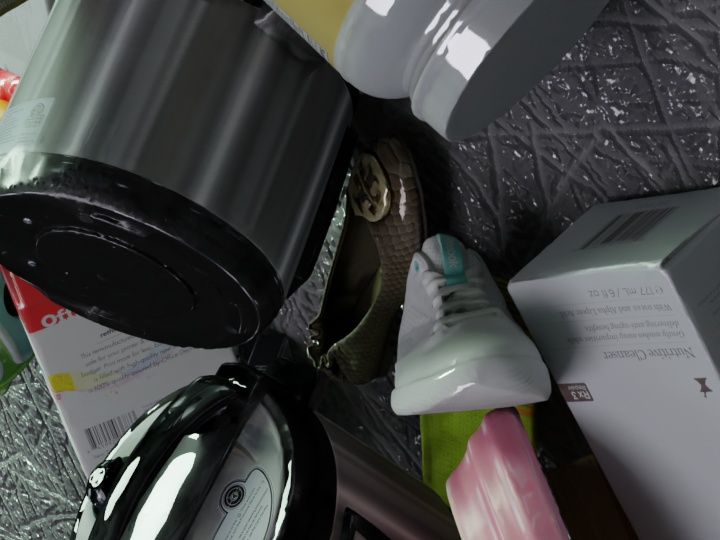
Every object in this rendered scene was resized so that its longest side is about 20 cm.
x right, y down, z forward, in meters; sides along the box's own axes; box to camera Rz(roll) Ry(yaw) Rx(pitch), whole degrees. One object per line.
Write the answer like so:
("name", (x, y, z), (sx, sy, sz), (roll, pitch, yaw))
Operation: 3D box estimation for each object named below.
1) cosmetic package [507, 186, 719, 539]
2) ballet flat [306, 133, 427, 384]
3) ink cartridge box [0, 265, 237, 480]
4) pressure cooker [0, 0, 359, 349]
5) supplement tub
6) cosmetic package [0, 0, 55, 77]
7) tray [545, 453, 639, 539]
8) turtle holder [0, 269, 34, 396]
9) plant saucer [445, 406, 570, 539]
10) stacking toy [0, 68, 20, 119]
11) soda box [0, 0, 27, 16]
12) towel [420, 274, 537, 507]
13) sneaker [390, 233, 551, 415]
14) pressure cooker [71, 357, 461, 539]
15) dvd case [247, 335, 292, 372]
("cosmetic package", (0.170, 0.065, 1.032), (0.113, 0.081, 0.200), (-9, 114, 53))
("ballet flat", (0.000, 0.000, 1.198), (0.200, 0.046, 0.068), (104, 153, -53))
("ink cartridge box", (-0.149, 0.033, 1.340), (0.067, 0.116, 0.201), (-127, 17, -55))
("pressure cooker", (-0.092, -0.081, 1.123), (0.175, 0.201, 0.179), (14, 155, 13))
("supplement tub", (0.009, -0.168, 0.947), (0.200, 0.145, 0.146), (44, 147, 12))
("cosmetic package", (-0.224, -0.216, 1.277), (0.150, 0.052, 0.201), (25, 139, 32))
("tray", (0.152, 0.200, 1.112), (0.099, 0.037, 0.200), (66, -178, -45))
("turtle holder", (-0.266, -0.004, 1.455), (0.141, 0.186, 0.132), (35, 167, -1))
("plant saucer", (0.093, 0.168, 1.086), (0.201, 0.051, 0.201), (-21, -90, -88))
("stacking toy", (-0.242, -0.047, 1.324), (0.110, 0.200, 0.116), (29, 140, 31))
("soda box", (-0.148, -0.187, 1.072), (0.068, 0.200, 0.064), (-1, 121, 51))
("towel", (0.064, 0.095, 1.199), (0.086, 0.018, 0.201), (18, 118, 44))
("sneaker", (0.047, 0.025, 1.071), (0.200, 0.075, 0.089), (-173, 80, -84))
("pressure cooker", (-0.060, 0.157, 1.146), (0.178, 0.176, 0.200), (-30, 134, 25))
("dvd case", (-0.058, 0.165, 1.359), (0.025, 0.151, 0.201), (1, 128, 15))
